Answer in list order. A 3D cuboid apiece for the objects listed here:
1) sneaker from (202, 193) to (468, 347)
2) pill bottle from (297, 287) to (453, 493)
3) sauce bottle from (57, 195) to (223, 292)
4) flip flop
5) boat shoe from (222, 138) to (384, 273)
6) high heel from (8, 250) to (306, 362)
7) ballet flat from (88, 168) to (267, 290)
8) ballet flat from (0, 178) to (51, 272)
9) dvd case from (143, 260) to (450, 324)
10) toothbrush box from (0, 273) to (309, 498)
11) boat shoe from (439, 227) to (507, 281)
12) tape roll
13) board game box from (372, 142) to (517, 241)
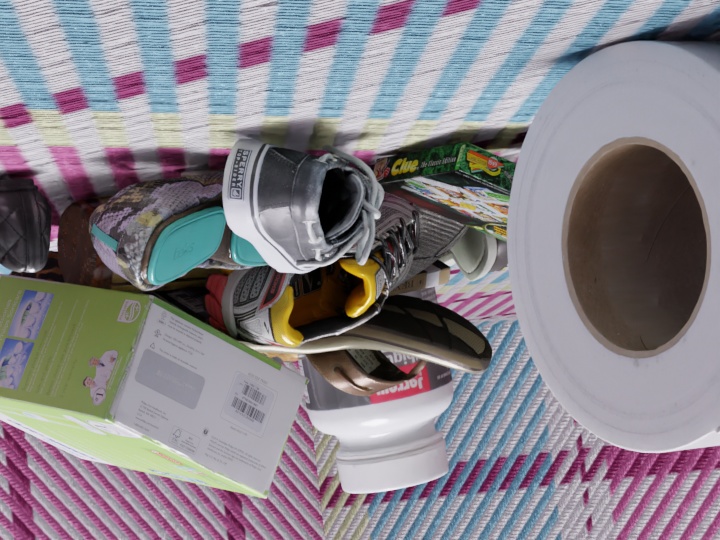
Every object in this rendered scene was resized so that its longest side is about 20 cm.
[{"bbox_3d":[0.000,0.000,1.714,0.200,0.078,0.082,-31,-149,-30],"label":"sneaker"},{"bbox_3d":[0.008,0.058,1.974,0.110,0.201,0.111,-11,-176,1],"label":"pill bottle"},{"bbox_3d":[-0.097,-0.020,1.748,0.199,0.066,0.066,-3,175,-31],"label":"sauce bottle"},{"bbox_3d":[-0.012,0.053,1.775,0.199,0.058,0.081,1,-163,6],"label":"flip flop"},{"bbox_3d":[-0.022,-0.038,1.563,0.068,0.074,0.199,7,170,13],"label":"boat shoe"},{"bbox_3d":[-0.143,0.036,1.825,0.200,0.072,0.142,26,-148,29],"label":"high heel"},{"bbox_3d":[-0.096,-0.035,1.603,0.072,0.072,0.200,-9,-177,30],"label":"ballet flat"},{"bbox_3d":[-0.248,-0.016,1.614,0.066,0.057,0.200,-3,175,-33],"label":"ballet flat"},{"bbox_3d":[-0.062,-0.002,1.814,0.200,0.016,0.149,-13,-154,-33],"label":"dvd case"},{"bbox_3d":[-0.157,0.071,1.710,0.200,0.086,0.145,5,161,48],"label":"toothbrush box"},{"bbox_3d":[0.088,-0.034,1.859,0.060,0.072,0.201,-10,-176,-8],"label":"boat shoe"},{"bbox_3d":[0.187,-0.015,1.334,0.139,0.203,0.202,-3,174,-36],"label":"tape roll"},{"bbox_3d":[0.114,-0.033,1.681,0.200,0.024,0.105,21,163,-29],"label":"board game box"}]
